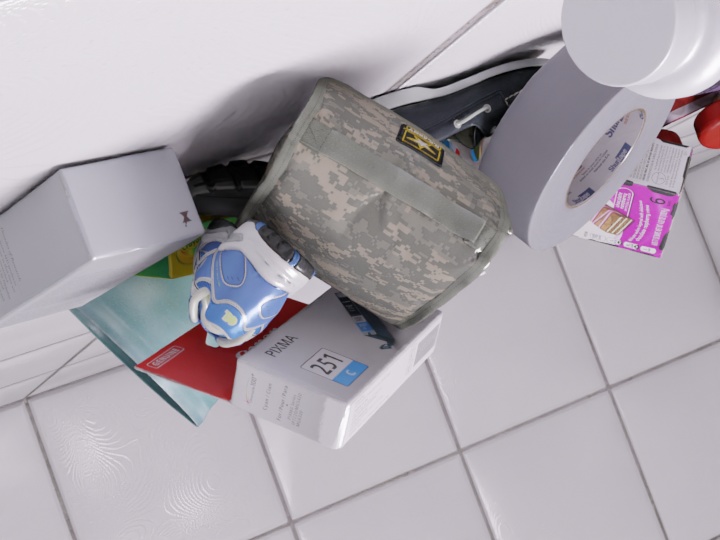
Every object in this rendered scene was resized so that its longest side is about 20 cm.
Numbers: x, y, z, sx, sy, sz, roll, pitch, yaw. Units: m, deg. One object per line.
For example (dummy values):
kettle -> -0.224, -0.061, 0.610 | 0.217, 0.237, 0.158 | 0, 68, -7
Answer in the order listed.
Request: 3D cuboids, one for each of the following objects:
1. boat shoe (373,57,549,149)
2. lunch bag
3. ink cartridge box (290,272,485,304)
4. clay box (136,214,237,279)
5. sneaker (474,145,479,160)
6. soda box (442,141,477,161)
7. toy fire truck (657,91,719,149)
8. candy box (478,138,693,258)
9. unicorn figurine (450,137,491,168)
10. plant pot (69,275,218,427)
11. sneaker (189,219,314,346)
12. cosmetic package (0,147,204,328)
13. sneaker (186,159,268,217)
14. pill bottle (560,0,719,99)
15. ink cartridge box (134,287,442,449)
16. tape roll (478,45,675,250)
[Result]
boat shoe -> 0.084, -0.130, 1.089 | 0.200, 0.060, 0.076 | -19, 176, -18
lunch bag -> 0.011, -0.050, 0.927 | 0.118, 0.164, 0.200 | -59, -173, -13
ink cartridge box -> 0.000, 0.000, 1.252 | 0.200, 0.084, 0.145 | -20, -177, -12
clay box -> -0.140, -0.033, 1.133 | 0.115, 0.048, 0.200 | 5, -167, 35
sneaker -> 0.071, -0.102, 1.378 | 0.200, 0.076, 0.077 | -33, 172, -21
soda box -> 0.015, -0.089, 1.287 | 0.200, 0.064, 0.068 | -22, 176, 30
toy fire truck -> 0.294, -0.184, 1.268 | 0.200, 0.112, 0.168 | -23, 151, 25
candy box -> 0.220, -0.090, 1.291 | 0.200, 0.061, 0.136 | 16, 156, 12
unicorn figurine -> 0.073, -0.081, 1.157 | 0.200, 0.137, 0.074 | -18, 176, -25
plant pot -> -0.188, 0.039, 1.271 | 0.134, 0.200, 0.200 | -46, -178, -12
sneaker -> -0.100, 0.011, 0.952 | 0.077, 0.076, 0.200 | -51, -172, -12
cosmetic package -> -0.219, -0.020, 0.972 | 0.101, 0.071, 0.200 | -17, 175, -43
sneaker -> -0.048, -0.046, 1.070 | 0.200, 0.079, 0.075 | 1, -157, -15
pill bottle -> 0.222, -0.173, 0.852 | 0.200, 0.112, 0.111 | -17, 175, -45
ink cartridge box -> -0.051, 0.054, 1.017 | 0.176, 0.045, 0.200 | 19, -155, 17
tape roll -> 0.189, -0.115, 1.116 | 0.200, 0.066, 0.200 | -41, 157, -22
